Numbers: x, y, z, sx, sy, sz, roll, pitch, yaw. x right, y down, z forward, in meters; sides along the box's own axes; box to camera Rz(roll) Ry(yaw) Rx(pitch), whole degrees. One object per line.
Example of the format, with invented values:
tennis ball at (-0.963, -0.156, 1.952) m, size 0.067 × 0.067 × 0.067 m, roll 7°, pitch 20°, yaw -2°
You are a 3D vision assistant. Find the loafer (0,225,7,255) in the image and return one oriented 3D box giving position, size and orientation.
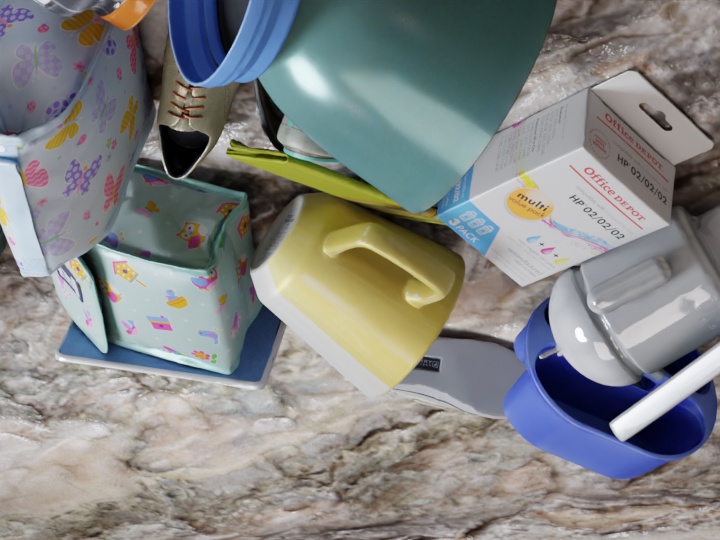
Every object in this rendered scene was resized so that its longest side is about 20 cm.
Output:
loafer at (-0.348, -0.074, 1.580) m, size 0.063 × 0.072 × 0.200 m, roll 20°, pitch 145°, yaw -1°

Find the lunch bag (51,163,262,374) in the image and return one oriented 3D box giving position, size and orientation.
lunch bag at (-0.200, -0.006, 1.583) m, size 0.200 × 0.122 × 0.170 m, roll 12°, pitch 145°, yaw 12°

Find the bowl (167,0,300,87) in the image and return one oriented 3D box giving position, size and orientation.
bowl at (-0.083, -0.224, 1.198) m, size 0.039 × 0.201 × 0.201 m, roll 6°, pitch 148°, yaw -24°

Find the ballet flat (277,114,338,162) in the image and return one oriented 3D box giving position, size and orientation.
ballet flat at (0.011, -0.113, 1.398) m, size 0.067 × 0.064 × 0.200 m, roll 21°, pitch -170°, yaw 34°

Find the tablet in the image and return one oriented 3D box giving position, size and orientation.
tablet at (-0.176, 0.061, 1.658) m, size 0.200 × 0.130 × 0.014 m, roll 7°, pitch 124°, yaw 6°

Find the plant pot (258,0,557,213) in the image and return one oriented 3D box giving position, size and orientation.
plant pot at (0.018, -0.165, 1.246) m, size 0.161 × 0.201 × 0.201 m, roll 28°, pitch 141°, yaw -13°

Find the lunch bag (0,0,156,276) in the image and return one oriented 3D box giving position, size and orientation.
lunch bag at (-0.246, -0.120, 1.376) m, size 0.127 × 0.200 × 0.170 m, roll 6°, pitch 144°, yaw 8°

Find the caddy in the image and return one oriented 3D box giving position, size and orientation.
caddy at (0.226, 0.101, 1.582) m, size 0.200 × 0.141 × 0.105 m, roll 23°, pitch 147°, yaw -15°

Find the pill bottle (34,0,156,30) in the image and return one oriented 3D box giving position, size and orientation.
pill bottle at (-0.233, -0.256, 1.271) m, size 0.200 × 0.106 × 0.106 m, roll 32°, pitch 140°, yaw -25°

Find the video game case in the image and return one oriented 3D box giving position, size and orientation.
video game case at (0.319, 0.058, 1.461) m, size 0.200 × 0.182 × 0.024 m, roll -42°, pitch 79°, yaw 37°

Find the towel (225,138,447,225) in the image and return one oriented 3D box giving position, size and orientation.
towel at (-0.010, -0.072, 1.443) m, size 0.200 × 0.018 × 0.086 m, roll 18°, pitch 175°, yaw -41°

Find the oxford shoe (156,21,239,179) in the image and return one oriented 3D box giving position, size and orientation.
oxford shoe at (-0.127, -0.150, 1.405) m, size 0.071 × 0.074 × 0.200 m, roll 12°, pitch 144°, yaw 1°

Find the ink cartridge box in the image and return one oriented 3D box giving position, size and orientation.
ink cartridge box at (0.175, -0.072, 1.426) m, size 0.115 × 0.068 × 0.200 m, roll 37°, pitch 137°, yaw -29°

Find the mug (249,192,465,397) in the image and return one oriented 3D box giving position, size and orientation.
mug at (-0.002, -0.002, 1.527) m, size 0.153 × 0.149 × 0.187 m, roll 34°, pitch 126°, yaw -14°

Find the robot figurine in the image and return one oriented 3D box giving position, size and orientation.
robot figurine at (0.242, 0.023, 1.466) m, size 0.200 × 0.113 × 0.170 m, roll -32°, pitch 157°, yaw 17°

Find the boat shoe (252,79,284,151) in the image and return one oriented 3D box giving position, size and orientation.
boat shoe at (-0.056, -0.172, 1.368) m, size 0.074 × 0.060 × 0.200 m, roll 9°, pitch 144°, yaw 4°

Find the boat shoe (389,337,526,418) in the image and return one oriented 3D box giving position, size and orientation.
boat shoe at (0.078, 0.101, 1.699) m, size 0.200 × 0.071 × 0.070 m, roll 9°, pitch 171°, yaw -2°
